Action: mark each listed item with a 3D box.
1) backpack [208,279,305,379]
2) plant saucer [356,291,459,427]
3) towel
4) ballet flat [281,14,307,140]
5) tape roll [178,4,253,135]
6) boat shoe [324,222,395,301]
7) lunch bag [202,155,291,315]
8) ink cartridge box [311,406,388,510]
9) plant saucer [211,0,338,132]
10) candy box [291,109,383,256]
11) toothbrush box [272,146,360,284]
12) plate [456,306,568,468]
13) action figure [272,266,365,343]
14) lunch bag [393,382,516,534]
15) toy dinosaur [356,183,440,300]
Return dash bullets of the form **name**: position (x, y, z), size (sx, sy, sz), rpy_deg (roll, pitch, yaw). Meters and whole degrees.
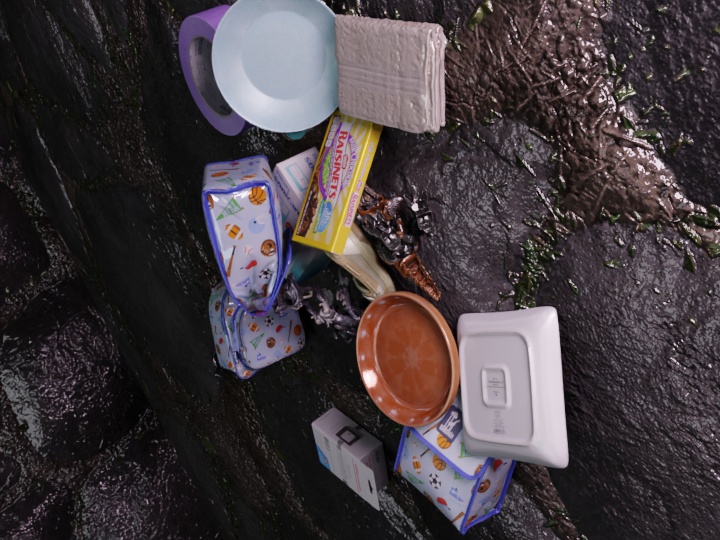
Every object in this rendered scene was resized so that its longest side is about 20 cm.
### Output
- **backpack**: position (-0.210, 0.099, 1.550), size (0.153, 0.198, 0.194), rpy_deg (-9, 102, 53)
- **plant saucer**: position (0.072, 0.132, 1.175), size (0.198, 0.032, 0.205), rpy_deg (13, 108, 44)
- **towel**: position (0.035, -0.255, 1.005), size (0.198, 0.034, 0.135), rpy_deg (26, 127, 44)
- **ballet flat**: position (-0.106, -0.301, 1.170), size (0.075, 0.067, 0.203), rpy_deg (-131, 35, -51)
- **tape roll**: position (-0.225, -0.334, 1.311), size (0.199, 0.065, 0.203), rpy_deg (36, 141, 35)
- **boat shoe**: position (0.001, 0.001, 1.197), size (0.073, 0.063, 0.201), rpy_deg (50, 175, 31)
- **lunch bag**: position (-0.167, -0.054, 1.185), size (0.170, 0.121, 0.204), rpy_deg (-109, 11, -69)
- **ink cartridge box**: position (-0.009, 0.382, 1.594), size (0.199, 0.066, 0.118), rpy_deg (28, 137, 44)
- **plant saucer**: position (-0.109, -0.298, 1.101), size (0.039, 0.196, 0.204), rpy_deg (-91, -7, -59)
- **candy box**: position (-0.033, -0.128, 1.115), size (0.101, 0.026, 0.204), rpy_deg (16, 89, 47)
- **toothbrush box**: position (-0.096, -0.085, 1.309), size (0.148, 0.085, 0.200), rpy_deg (56, 148, 8)
- **plate**: position (0.192, 0.156, 1.054), size (0.198, 0.032, 0.205), rpy_deg (-10, 82, 58)
- **action figure**: position (-0.045, 0.055, 1.323), size (0.119, 0.197, 0.104), rpy_deg (-44, 35, 45)
- **lunch bag**: position (0.151, 0.272, 1.213), size (0.169, 0.122, 0.203), rpy_deg (36, 127, 35)
- **toy dinosaur**: position (0.056, -0.052, 1.131), size (0.198, 0.103, 0.136), rpy_deg (35, 161, 6)
